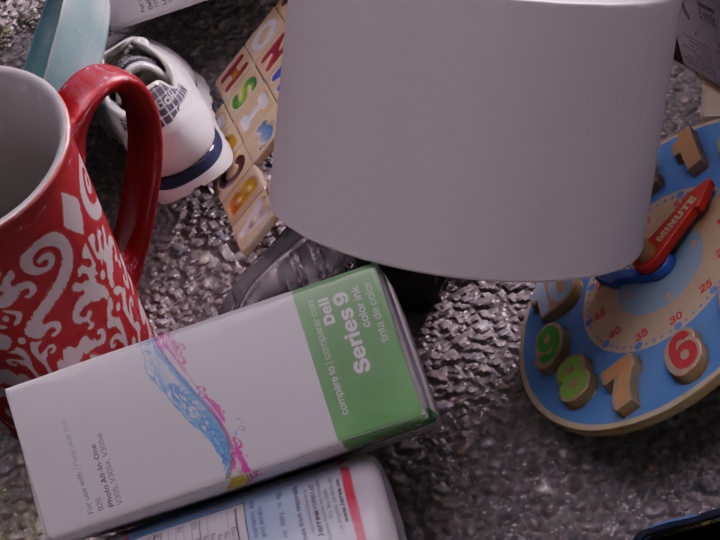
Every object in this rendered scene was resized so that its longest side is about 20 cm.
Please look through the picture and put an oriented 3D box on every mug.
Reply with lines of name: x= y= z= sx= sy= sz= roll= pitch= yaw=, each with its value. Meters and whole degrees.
mug: x=-0.175 y=-0.006 z=1.030 sx=0.177 sy=0.201 sz=0.134 roll=-23 pitch=48 yaw=-4

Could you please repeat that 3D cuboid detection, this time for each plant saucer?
plant saucer: x=-0.195 y=-0.105 z=1.151 sx=0.036 sy=0.200 sz=0.201 roll=16 pitch=50 yaw=-15

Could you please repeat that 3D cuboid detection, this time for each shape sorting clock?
shape sorting clock: x=0.160 y=-0.001 z=0.971 sx=0.200 sy=0.039 sz=0.200 roll=-40 pitch=26 yaw=23

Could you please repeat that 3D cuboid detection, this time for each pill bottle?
pill bottle: x=-0.070 y=0.172 z=0.912 sx=0.199 sy=0.109 sz=0.109 roll=-18 pitch=49 yaw=2

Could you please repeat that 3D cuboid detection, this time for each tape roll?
tape roll: x=0.057 y=-0.090 z=0.938 sx=0.201 sy=0.140 sz=0.203 roll=6 pitch=18 yaw=-2

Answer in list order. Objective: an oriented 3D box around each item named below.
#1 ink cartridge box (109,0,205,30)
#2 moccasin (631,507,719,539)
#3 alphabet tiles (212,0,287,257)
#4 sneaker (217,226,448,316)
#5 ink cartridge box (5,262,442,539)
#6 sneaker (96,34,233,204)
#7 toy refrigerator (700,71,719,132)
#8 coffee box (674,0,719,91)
ink cartridge box: x=-0.088 y=-0.243 z=1.239 sx=0.199 sy=0.084 sz=0.145 roll=-18 pitch=19 yaw=2
moccasin: x=0.225 y=0.140 z=0.876 sx=0.199 sy=0.068 sz=0.081 roll=-15 pitch=49 yaw=4
alphabet tiles: x=-0.041 y=-0.117 z=1.130 sx=0.167 sy=0.008 sz=0.200 roll=-51 pitch=29 yaw=13
sneaker: x=0.001 y=0.002 z=1.063 sx=0.104 sy=0.060 sz=0.200 roll=13 pitch=53 yaw=31
ink cartridge box: x=-0.066 y=0.072 z=0.949 sx=0.199 sy=0.145 sz=0.088 roll=-20 pitch=83 yaw=3
sneaker: x=-0.142 y=-0.121 z=1.178 sx=0.076 sy=0.081 sz=0.200 roll=-37 pitch=34 yaw=-5
toy refrigerator: x=0.248 y=-0.142 z=1.097 sx=0.070 sy=0.076 sz=0.201 roll=0 pitch=51 yaw=17
coffee box: x=0.215 y=-0.200 z=0.970 sx=0.114 sy=0.201 sz=0.080 roll=-38 pitch=50 yaw=-16
